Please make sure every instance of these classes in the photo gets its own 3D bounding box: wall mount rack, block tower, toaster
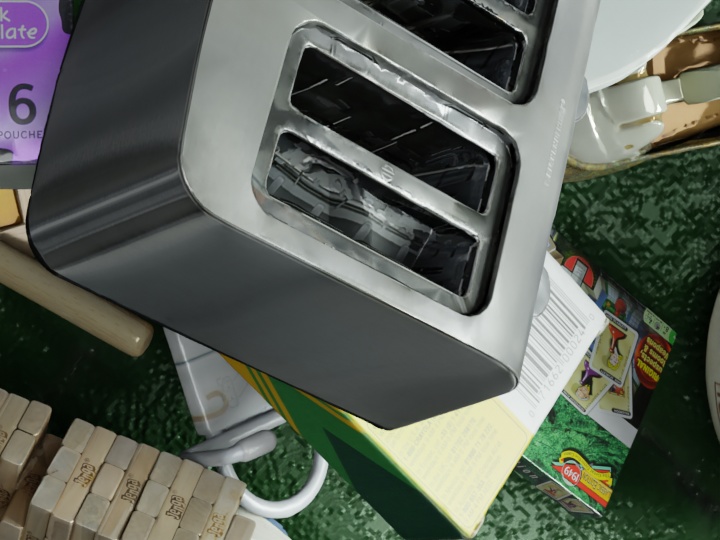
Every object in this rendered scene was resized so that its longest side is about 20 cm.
[{"bbox_3d":[-0.023,0.004,0.909,0.173,0.074,0.201,-22,96,-37],"label":"wall mount rack"},{"bbox_3d":[-0.145,0.093,0.857,0.199,0.054,0.058,22,134,0],"label":"block tower"},{"bbox_3d":[-0.015,-0.063,0.723,0.199,0.118,0.182,28,64,-29],"label":"toaster"}]

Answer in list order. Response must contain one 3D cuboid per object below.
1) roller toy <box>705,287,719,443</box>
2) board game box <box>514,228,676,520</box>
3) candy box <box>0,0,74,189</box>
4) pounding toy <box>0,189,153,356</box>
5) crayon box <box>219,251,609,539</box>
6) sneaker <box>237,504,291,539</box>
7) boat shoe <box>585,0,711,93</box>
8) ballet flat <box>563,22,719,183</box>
[{"bbox_3d":[0.257,0.045,0.922,0.199,0.140,0.183,30,86,-19],"label":"roller toy"},{"bbox_3d":[0.055,0.017,0.908,0.200,0.023,0.105,38,65,-23],"label":"board game box"},{"bbox_3d":[-0.193,-0.133,0.757,0.167,0.072,0.201,-2,85,-10],"label":"candy box"},{"bbox_3d":[-0.199,-0.053,0.843,0.183,0.142,0.201,-13,100,-5],"label":"pounding toy"},{"bbox_3d":[0.000,0.000,0.830,0.200,0.051,0.127,47,61,-19],"label":"crayon box"},{"bbox_3d":[-0.115,0.147,0.905,0.199,0.085,0.077,13,128,-5],"label":"sneaker"},{"bbox_3d":[0.124,-0.129,0.895,0.199,0.064,0.071,-33,84,-18],"label":"boat shoe"},{"bbox_3d":[0.147,-0.083,0.925,0.199,0.071,0.071,-11,100,-6],"label":"ballet flat"}]
